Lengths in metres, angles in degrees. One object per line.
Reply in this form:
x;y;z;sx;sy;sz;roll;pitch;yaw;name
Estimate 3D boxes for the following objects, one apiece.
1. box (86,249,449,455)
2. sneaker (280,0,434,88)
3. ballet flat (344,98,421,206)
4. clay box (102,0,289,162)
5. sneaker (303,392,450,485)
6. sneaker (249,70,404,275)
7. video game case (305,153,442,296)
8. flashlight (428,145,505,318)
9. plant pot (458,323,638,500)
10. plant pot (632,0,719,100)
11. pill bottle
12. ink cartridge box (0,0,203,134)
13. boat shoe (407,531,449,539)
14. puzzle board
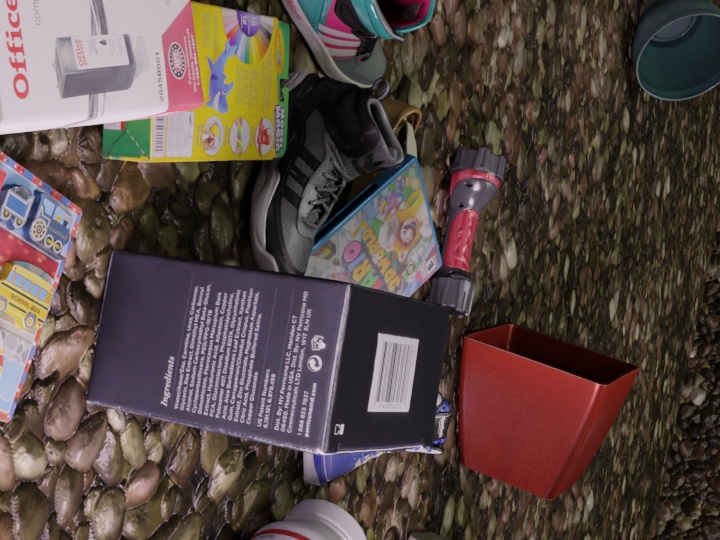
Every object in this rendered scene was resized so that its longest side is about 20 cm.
-0.062;0.062;0.877;0.196;0.198;0.119;16;82;-65;box
0.015;-0.231;1.067;0.200;0.119;0.085;43;57;-60;sneaker
0.020;-0.079;1.180;0.069;0.062;0.202;26;72;-63;ballet flat
-0.118;-0.142;0.891;0.200;0.047;0.116;-12;106;-65;clay box
0.027;0.152;1.187;0.199;0.114;0.082;-27;119;-61;sneaker
-0.027;-0.079;1.013;0.075;0.113;0.203;31;64;-62;sneaker
0.000;0.000;1.131;0.200;0.018;0.144;-43;137;-27;video game case
0.128;-0.046;1.412;0.068;0.067;0.202;37;62;-62;flashlight
0.239;0.193;1.574;0.199;0.198;0.178;-6;112;-64;plant pot
0.606;-0.445;2.227;0.201;0.198;0.135;66;11;-46;plant pot
-0.072;0.293;1.013;0.200;0.111;0.113;-47;136;-51;pill bottle
-0.186;-0.158;0.686;0.200;0.084;0.148;-22;107;-60;ink cartridge box
0.093;0.370;1.448;0.072;0.070;0.201;-63;152;-3;boat shoe
-0.244;-0.007;0.691;0.200;0.017;0.152;44;56;-59;puzzle board
